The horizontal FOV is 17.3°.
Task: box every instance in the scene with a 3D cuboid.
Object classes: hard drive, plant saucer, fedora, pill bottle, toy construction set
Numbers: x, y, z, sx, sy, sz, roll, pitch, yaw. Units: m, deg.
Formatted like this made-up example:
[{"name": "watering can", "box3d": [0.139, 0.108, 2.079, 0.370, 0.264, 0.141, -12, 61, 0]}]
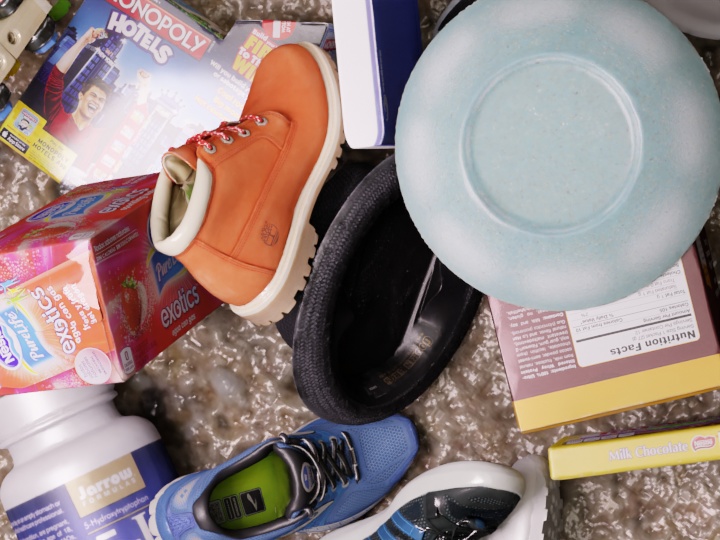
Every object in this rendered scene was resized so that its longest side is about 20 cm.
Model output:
[{"name": "hard drive", "box3d": [0.014, -0.146, 1.541, 0.025, 0.200, 0.132, -5, 92, 10]}, {"name": "plant saucer", "box3d": [0.116, -0.075, 1.408, 0.201, 0.039, 0.201, 0, 92, 11]}, {"name": "fedora", "box3d": [0.000, 0.000, 1.592, 0.092, 0.200, 0.201, 25, 98, 39]}, {"name": "pill bottle", "box3d": [-0.179, 0.167, 1.633, 0.120, 0.120, 0.200, -26, 89, 10]}, {"name": "toy construction set", "box3d": [-0.269, -0.145, 1.611, 0.131, 0.092, 0.200, -1, 66, 47]}]

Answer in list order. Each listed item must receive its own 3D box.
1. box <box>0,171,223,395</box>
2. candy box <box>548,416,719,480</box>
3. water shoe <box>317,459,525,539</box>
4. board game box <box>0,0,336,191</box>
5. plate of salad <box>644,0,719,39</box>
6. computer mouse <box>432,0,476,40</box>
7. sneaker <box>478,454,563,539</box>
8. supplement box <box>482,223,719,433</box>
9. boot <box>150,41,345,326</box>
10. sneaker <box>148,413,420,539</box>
[{"name": "box", "box3d": [-0.166, 0.004, 1.520, 0.100, 0.200, 0.096, -8, 103, 21]}, {"name": "candy box", "box3d": [0.228, 0.112, 1.566, 0.200, 0.102, 0.026, -8, 86, 10]}, {"name": "water shoe", "box3d": [0.041, 0.194, 1.586, 0.200, 0.071, 0.079, -36, 48, 40]}, {"name": "board game box", "box3d": [-0.113, -0.116, 1.636, 0.200, 0.062, 0.200, 37, 98, 7]}, {"name": "plate of salad", "box3d": [0.251, -0.248, 1.539, 0.200, 0.048, 0.200, -9, 117, -19]}, {"name": "computer mouse", "box3d": [0.135, -0.194, 1.579, 0.200, 0.044, 0.110, -44, 128, 14]}, {"name": "sneaker", "box3d": [0.091, 0.222, 1.615, 0.080, 0.076, 0.200, 10, 92, 20]}, {"name": "supplement box", "box3d": [0.154, -0.014, 1.524, 0.133, 0.197, 0.200, -14, 90, 11]}, {"name": "boot", "box3d": [-0.074, -0.076, 1.516, 0.075, 0.107, 0.200, -22, 47, 45]}, {"name": "sneaker", "box3d": [-0.039, 0.145, 1.592, 0.200, 0.089, 0.079, -22, 89, -29]}]
